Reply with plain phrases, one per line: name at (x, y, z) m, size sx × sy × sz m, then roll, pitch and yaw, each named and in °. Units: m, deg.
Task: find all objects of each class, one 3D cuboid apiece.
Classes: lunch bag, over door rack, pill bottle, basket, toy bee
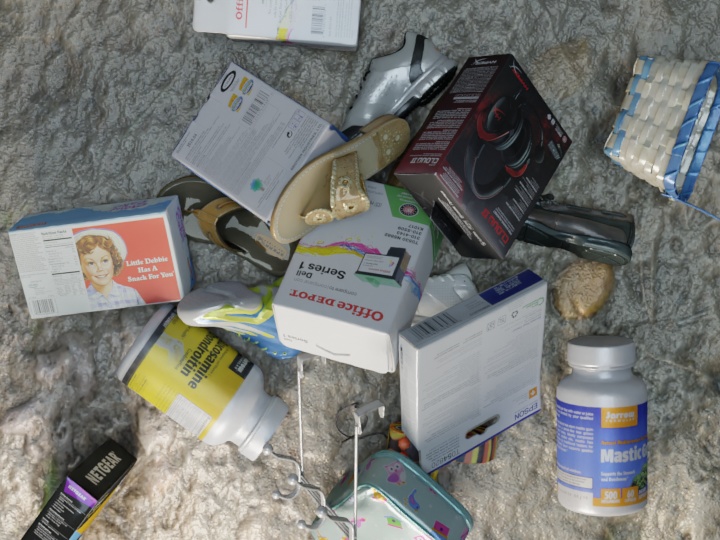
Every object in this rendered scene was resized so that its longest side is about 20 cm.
lunch bag at (0.037, 0.311, 1.406) m, size 0.160 × 0.200 × 0.077 m, roll 38°, pitch 51°, yaw -2°
over door rack at (-0.050, 0.211, 1.332) m, size 0.066 × 0.147 × 0.203 m, roll -3°, pitch 115°, yaw -33°
pill bottle at (0.294, 0.186, 1.421) m, size 0.110 × 0.112 × 0.204 m, roll -2°, pitch 97°, yaw 1°
basket at (0.401, -0.162, 1.361) m, size 0.198 × 0.139 × 0.179 m, roll 26°, pitch 97°, yaw 28°
pill bottle at (-0.188, 0.140, 1.419) m, size 0.199 × 0.112 × 0.113 m, roll 36°, pitch 95°, yaw -4°
toy bee at (0.074, 0.218, 1.429) m, size 0.197 × 0.109 × 0.133 m, roll -15°, pitch 97°, yaw 2°

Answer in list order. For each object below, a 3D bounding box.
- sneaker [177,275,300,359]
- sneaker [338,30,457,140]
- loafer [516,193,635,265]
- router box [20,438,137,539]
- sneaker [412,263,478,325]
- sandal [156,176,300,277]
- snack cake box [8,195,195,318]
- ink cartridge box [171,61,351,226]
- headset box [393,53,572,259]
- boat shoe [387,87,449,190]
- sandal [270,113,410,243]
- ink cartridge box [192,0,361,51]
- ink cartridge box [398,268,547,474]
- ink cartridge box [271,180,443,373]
sneaker at (-0.123, 0.067, 1.408) m, size 0.197 × 0.076 × 0.107 m, roll -8°, pitch 113°, yaw -21°
sneaker at (0.022, -0.205, 1.412) m, size 0.200 × 0.074 × 0.080 m, roll -42°, pitch 83°, yaw -1°
loafer at (0.239, -0.062, 1.425) m, size 0.197 × 0.072 × 0.064 m, roll 18°, pitch 75°, yaw 1°
router box at (-0.348, 0.292, 1.392) m, size 0.051 × 0.200 × 0.150 m, roll 37°, pitch 95°, yaw -1°
sneaker at (0.093, 0.031, 1.433) m, size 0.197 × 0.078 × 0.101 m, roll 21°, pitch 89°, yaw -11°
sandal at (-0.158, -0.053, 1.428) m, size 0.198 × 0.054 × 0.081 m, roll 28°, pitch 95°, yaw -2°
snack cake box at (-0.309, -0.017, 1.405) m, size 0.197 × 0.067 × 0.117 m, roll -6°, pitch 110°, yaw 7°
ink cartridge box at (-0.127, -0.151, 1.376) m, size 0.199 × 0.076 × 0.137 m, roll 34°, pitch 89°, yaw 25°
headset box at (0.138, -0.121, 1.330) m, size 0.149 × 0.074 × 0.201 m, roll 47°, pitch 65°, yaw -32°
boat shoe at (0.115, -0.163, 1.413) m, size 0.069 × 0.074 × 0.201 m, roll 39°, pitch 88°, yaw -24°
sandal at (-0.007, -0.099, 1.315) m, size 0.211 × 0.069 × 0.078 m, roll -42°, pitch 135°, yaw -22°
ink cartridge box at (-0.097, -0.331, 1.393) m, size 0.197 × 0.068 × 0.119 m, roll 5°, pitch 96°, yaw -2°
ink cartridge box at (0.133, 0.121, 1.372) m, size 0.198 × 0.041 × 0.202 m, roll -24°, pitch 130°, yaw -27°
ink cartridge box at (0.000, 0.000, 1.353) m, size 0.143 × 0.084 × 0.202 m, roll 13°, pitch 57°, yaw 14°
